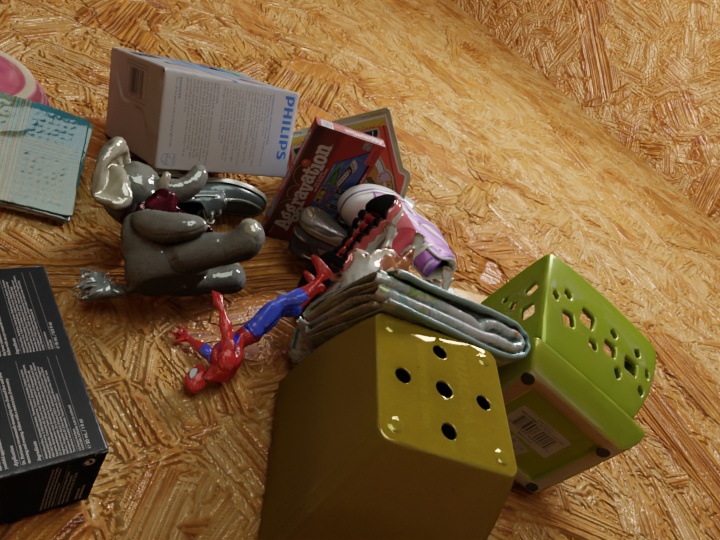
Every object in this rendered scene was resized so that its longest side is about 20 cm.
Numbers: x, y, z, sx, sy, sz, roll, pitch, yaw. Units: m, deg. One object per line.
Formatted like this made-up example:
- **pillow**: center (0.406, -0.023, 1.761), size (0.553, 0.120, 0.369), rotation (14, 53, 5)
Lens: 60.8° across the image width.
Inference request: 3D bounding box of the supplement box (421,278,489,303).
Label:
- **supplement box**: center (0.137, 0.069, 0.902), size (0.198, 0.067, 0.069), rotation (16, 38, -23)

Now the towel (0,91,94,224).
- **towel**: center (-0.423, -0.143, 0.704), size (0.198, 0.022, 0.149), rotation (14, 61, -24)

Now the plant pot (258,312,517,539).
- **plant pot**: center (0.034, 0.161, 0.585), size (0.198, 0.177, 0.202), rotation (20, 39, -17)

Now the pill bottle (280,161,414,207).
- **pill bottle**: center (-0.018, -0.126, 0.979), size (0.198, 0.112, 0.111), rotation (31, 33, -2)

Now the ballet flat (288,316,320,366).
- **ballet flat**: center (-0.007, 0.068, 0.765), size (0.199, 0.072, 0.072), rotation (-13, 54, -48)

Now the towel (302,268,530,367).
- **towel**: center (0.055, 0.067, 0.660), size (0.198, 0.171, 0.049), rotation (26, 60, -25)

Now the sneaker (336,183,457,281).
- **sneaker**: center (0.062, -0.048, 0.862), size (0.199, 0.073, 0.115), rotation (21, 27, -34)

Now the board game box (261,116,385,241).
- **board game box**: center (-0.057, -0.113, 0.849), size (0.102, 0.201, 0.020), rotation (13, 43, -26)

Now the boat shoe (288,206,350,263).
- **boat shoe**: center (-0.020, -0.021, 0.882), size (0.199, 0.074, 0.075), rotation (28, 23, -33)

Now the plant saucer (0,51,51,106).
- **plant saucer**: center (-0.497, -0.233, 0.776), size (0.198, 0.051, 0.202), rotation (21, 35, -16)

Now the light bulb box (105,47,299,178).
- **light bulb box**: center (-0.225, -0.220, 0.863), size (0.198, 0.127, 0.197), rotation (-4, 25, -42)

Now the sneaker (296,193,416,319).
- **sneaker**: center (0.000, 0.000, 0.793), size (0.087, 0.200, 0.074), rotation (45, -3, -31)

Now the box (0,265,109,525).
- **box**: center (-0.307, 0.096, 0.488), size (0.140, 0.079, 0.201), rotation (-1, 47, -45)

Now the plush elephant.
- **plush elephant**: center (-0.218, -0.055, 0.678), size (0.197, 0.165, 0.157), rotation (-10, 74, -16)

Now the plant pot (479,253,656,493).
- **plant pot**: center (0.222, 0.138, 0.753), size (0.199, 0.199, 0.182), rotation (40, 39, -6)

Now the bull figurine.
- **bull figurine**: center (0.047, 0.020, 0.740), size (0.200, 0.065, 0.122), rotation (50, 61, -37)

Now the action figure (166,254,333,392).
- **action figure**: center (-0.131, 0.044, 0.674), size (0.099, 0.065, 0.200), rotation (40, 58, 6)

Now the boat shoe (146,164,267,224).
- **boat shoe**: center (-0.218, -0.088, 0.823), size (0.198, 0.073, 0.063), rotation (8, 66, -35)

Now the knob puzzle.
- **knob puzzle**: center (-0.021, -0.119, 0.907), size (0.218, 0.221, 0.030), rotation (30, 18, -2)
